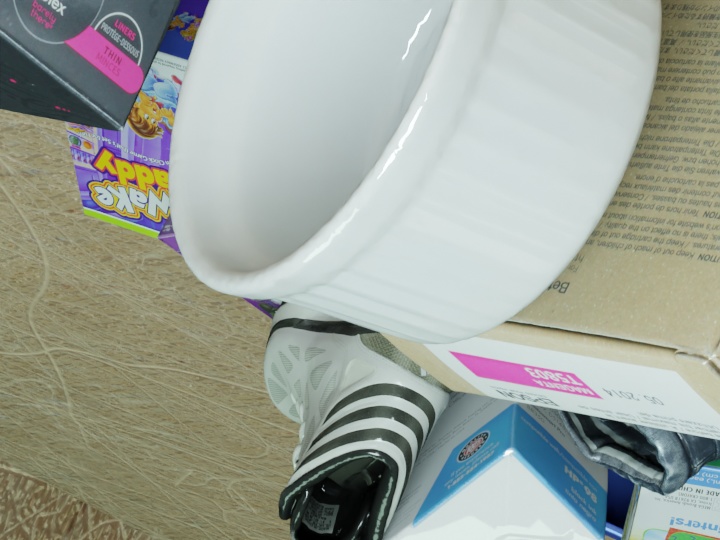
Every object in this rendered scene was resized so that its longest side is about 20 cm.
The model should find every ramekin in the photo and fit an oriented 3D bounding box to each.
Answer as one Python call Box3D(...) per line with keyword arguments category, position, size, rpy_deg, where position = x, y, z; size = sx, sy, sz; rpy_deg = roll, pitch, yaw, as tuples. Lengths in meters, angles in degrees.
Box3D(category="ramekin", position=(0.021, -0.070, 1.084), size=(0.097, 0.202, 0.200), rpy_deg=(23, 168, -27))

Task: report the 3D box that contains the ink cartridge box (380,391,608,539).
Box3D(category="ink cartridge box", position=(0.057, 0.084, 1.390), size=(0.067, 0.116, 0.200), rpy_deg=(42, -155, -16))

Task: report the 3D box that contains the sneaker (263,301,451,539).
Box3D(category="sneaker", position=(-0.019, 0.073, 1.353), size=(0.075, 0.116, 0.200), rpy_deg=(31, 162, -11))

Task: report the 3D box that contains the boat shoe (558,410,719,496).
Box3D(category="boat shoe", position=(0.108, 0.021, 1.346), size=(0.200, 0.091, 0.071), rpy_deg=(39, 149, 39))

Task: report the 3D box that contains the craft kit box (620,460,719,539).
Box3D(category="craft kit box", position=(0.223, 0.148, 1.418), size=(0.199, 0.049, 0.198), rpy_deg=(10, 138, 3))

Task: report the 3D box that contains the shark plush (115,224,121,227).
Box3D(category="shark plush", position=(-0.036, -0.036, 1.535), size=(0.199, 0.084, 0.091), rpy_deg=(20, 166, 19))

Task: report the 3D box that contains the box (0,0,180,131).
Box3D(category="box", position=(-0.189, -0.146, 1.338), size=(0.199, 0.107, 0.122), rpy_deg=(11, 162, 41))

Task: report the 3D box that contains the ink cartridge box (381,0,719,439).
Box3D(category="ink cartridge box", position=(0.115, -0.027, 1.132), size=(0.199, 0.165, 0.075), rpy_deg=(9, 155, 49))

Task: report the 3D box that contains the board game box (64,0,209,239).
Box3D(category="board game box", position=(-0.052, -0.062, 1.442), size=(0.199, 0.045, 0.135), rpy_deg=(18, 140, 24))

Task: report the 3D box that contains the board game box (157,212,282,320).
Box3D(category="board game box", position=(0.000, 0.000, 1.360), size=(0.120, 0.032, 0.200), rpy_deg=(40, 158, -22))

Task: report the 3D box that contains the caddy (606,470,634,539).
Box3D(category="caddy", position=(0.145, 0.068, 1.496), size=(0.199, 0.142, 0.105), rpy_deg=(24, 170, 0))
